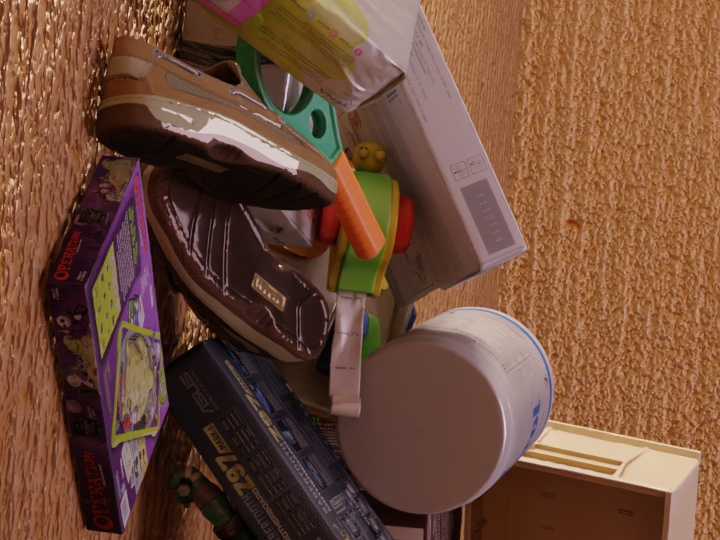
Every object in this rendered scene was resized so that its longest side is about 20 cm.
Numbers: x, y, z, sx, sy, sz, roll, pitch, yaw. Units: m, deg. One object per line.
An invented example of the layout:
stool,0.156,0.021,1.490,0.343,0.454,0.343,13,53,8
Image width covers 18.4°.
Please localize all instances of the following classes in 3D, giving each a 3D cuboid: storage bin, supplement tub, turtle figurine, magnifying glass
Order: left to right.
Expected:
turtle figurine,-0.100,0.206,1.498,0.200,0.101,0.150,-48,142,-66
magnifying glass,-0.029,-0.090,1.462,0.080,0.022,0.200,-59,137,-39
supplement tub,0.067,0.102,1.672,0.200,0.132,0.132,-25,119,-73
storage bin,0.172,0.236,1.833,0.094,0.198,0.200,-34,129,-57

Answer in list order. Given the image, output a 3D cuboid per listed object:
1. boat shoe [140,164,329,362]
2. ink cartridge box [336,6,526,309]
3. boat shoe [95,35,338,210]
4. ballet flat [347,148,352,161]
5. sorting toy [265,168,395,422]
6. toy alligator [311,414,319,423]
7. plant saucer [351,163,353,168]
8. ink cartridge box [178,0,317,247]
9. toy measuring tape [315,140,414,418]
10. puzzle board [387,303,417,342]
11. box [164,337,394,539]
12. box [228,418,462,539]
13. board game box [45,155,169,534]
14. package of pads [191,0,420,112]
boat shoe,-0.101,0.000,1.455,0.202,0.075,0.075,52,48,-41
ink cartridge box,0.035,-0.082,1.624,0.200,0.045,0.176,67,-20,3
boat shoe,-0.081,-0.093,1.366,0.200,0.072,0.076,25,60,-53
ballet flat,0.015,-0.113,1.708,0.072,0.200,0.072,-36,157,-19
sorting toy,-0.026,0.010,1.699,0.185,0.036,0.200,23,71,-49
toy alligator,-0.047,0.102,1.829,0.200,0.059,0.054,-56,139,-70
plant saucer,-0.017,-0.091,1.826,0.200,0.037,0.200,-16,90,-76
ink cartridge box,-0.071,-0.130,1.532,0.146,0.086,0.200,54,43,-75
toy measuring tape,0.000,0.000,1.565,0.074,0.073,0.200,66,28,-70
puzzle board,0.041,-0.034,1.829,0.200,0.017,0.151,-101,-154,-66
box,-0.055,0.137,1.528,0.200,0.051,0.158,55,7,4
box,-0.010,0.223,1.812,0.200,0.164,0.166,-49,142,-75
board game box,-0.148,0.046,1.328,0.120,0.032,0.200,-68,162,-48
package of pads,-0.046,-0.210,1.389,0.200,0.068,0.155,35,46,-27
